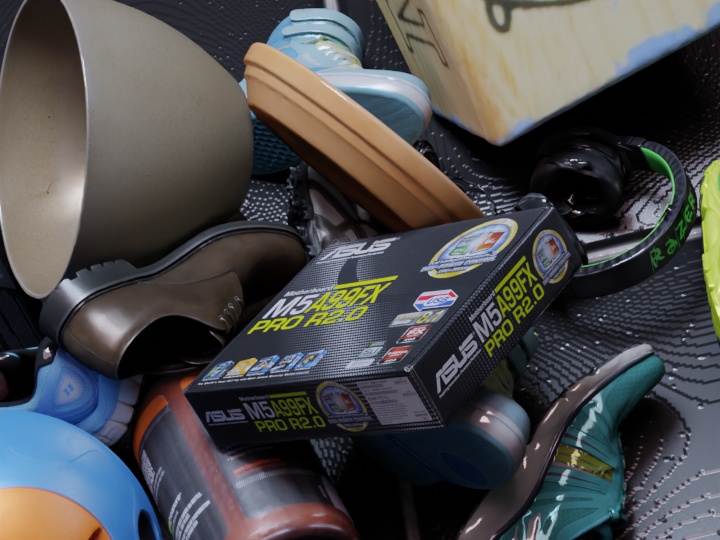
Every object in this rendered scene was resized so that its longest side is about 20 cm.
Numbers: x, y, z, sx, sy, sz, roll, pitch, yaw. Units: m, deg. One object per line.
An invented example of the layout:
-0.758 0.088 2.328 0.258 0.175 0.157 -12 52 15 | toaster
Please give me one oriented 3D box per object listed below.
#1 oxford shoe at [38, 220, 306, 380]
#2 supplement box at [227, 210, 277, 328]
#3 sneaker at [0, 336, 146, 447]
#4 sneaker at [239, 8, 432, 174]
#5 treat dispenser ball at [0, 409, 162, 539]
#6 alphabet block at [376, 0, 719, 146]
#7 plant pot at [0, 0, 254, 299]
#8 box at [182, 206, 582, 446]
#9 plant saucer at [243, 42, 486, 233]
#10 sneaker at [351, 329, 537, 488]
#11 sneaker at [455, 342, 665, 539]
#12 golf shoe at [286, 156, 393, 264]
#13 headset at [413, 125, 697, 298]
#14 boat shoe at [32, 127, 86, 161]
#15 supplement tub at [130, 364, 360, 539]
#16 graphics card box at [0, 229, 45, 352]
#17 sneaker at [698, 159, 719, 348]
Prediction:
-0.101 0.027 1.427 0.200 0.073 0.084 -24 54 -39 | oxford shoe
-0.156 -0.030 1.590 0.126 0.074 0.200 -32 52 -9 | supplement box
-0.225 0.084 1.475 0.200 0.090 0.079 -30 37 43 | sneaker
-0.014 -0.142 1.603 0.200 0.080 0.131 -4 46 41 | sneaker
-0.218 0.184 1.361 0.200 0.201 0.201 -8 52 10 | treat dispenser ball
0.108 -0.227 1.539 0.195 0.200 0.196 -30 17 -8 | alphabet block
-0.148 -0.081 1.478 0.134 0.200 0.201 1 45 -25 | plant pot
0.011 0.035 1.339 0.200 0.044 0.160 -8 30 46 | box
-0.001 -0.071 1.450 0.200 0.200 0.037 35 86 34 | plant saucer
0.070 0.062 1.375 0.131 0.080 0.200 -53 14 -16 | sneaker
0.133 0.133 1.396 0.080 0.078 0.200 33 71 13 | sneaker
0.000 0.000 1.534 0.094 0.078 0.200 -4 49 -13 | golf shoe
0.126 -0.049 1.508 0.200 0.094 0.124 8 54 42 | headset
-0.209 -0.106 1.580 0.200 0.057 0.067 -15 49 6 | boat shoe
-0.081 0.126 1.425 0.107 0.107 0.200 -26 49 -5 | supplement tub
-0.326 0.039 1.554 0.200 0.126 0.051 -19 49 2 | graphics card box
0.263 0.002 1.443 0.083 0.074 0.200 -10 51 14 | sneaker
